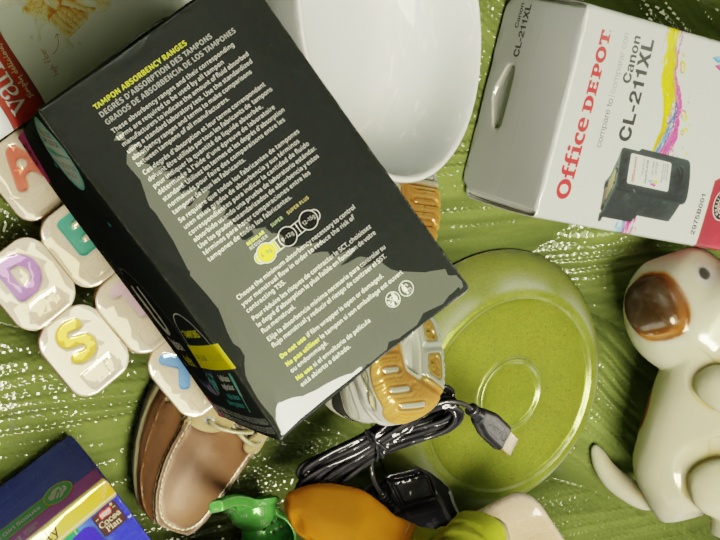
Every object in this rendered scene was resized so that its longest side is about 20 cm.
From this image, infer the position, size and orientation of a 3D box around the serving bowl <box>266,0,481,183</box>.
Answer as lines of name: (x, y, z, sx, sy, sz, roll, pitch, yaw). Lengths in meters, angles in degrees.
serving bowl: (-0.004, -0.149, 0.869, 0.200, 0.066, 0.200, 7, 82, -56)

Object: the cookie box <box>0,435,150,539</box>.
cookie box: (-0.182, 0.233, 0.886, 0.171, 0.075, 0.200, -39, 120, -15)

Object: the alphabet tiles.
alphabet tiles: (-0.113, -0.022, 0.849, 0.200, 0.015, 0.196, -39, 100, -14)

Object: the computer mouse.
computer mouse: (0.051, 0.151, 1.002, 0.140, 0.046, 0.200, -32, 129, 8)

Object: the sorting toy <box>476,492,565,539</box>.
sorting toy: (0.080, 0.256, 1.043, 0.185, 0.036, 0.200, -29, 124, 7)

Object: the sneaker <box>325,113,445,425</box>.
sneaker: (0.000, 0.000, 0.937, 0.076, 0.088, 0.200, 9, 75, -35)

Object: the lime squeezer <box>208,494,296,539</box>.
lime squeezer: (-0.069, 0.174, 0.940, 0.200, 0.038, 0.071, 72, 26, -49)

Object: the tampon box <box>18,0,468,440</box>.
tampon box: (-0.070, -0.032, 0.776, 0.126, 0.150, 0.200, -38, 99, -14)

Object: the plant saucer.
plant saucer: (0.100, 0.086, 1.049, 0.200, 0.031, 0.200, -10, 109, -30)

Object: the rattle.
rattle: (0.033, 0.234, 0.960, 0.143, 0.130, 0.200, -2, 145, 9)

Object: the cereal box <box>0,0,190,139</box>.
cereal box: (-0.162, -0.184, 0.798, 0.200, 0.040, 0.144, -39, 122, -18)

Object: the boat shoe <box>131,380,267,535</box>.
boat shoe: (-0.077, 0.070, 0.905, 0.076, 0.074, 0.200, 23, 91, -35)

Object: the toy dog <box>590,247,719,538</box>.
toy dog: (0.260, 0.080, 1.085, 0.140, 0.194, 0.200, -24, 104, -49)

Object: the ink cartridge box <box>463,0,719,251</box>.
ink cartridge box: (0.187, -0.099, 1.017, 0.200, 0.083, 0.146, 7, 101, -34)
